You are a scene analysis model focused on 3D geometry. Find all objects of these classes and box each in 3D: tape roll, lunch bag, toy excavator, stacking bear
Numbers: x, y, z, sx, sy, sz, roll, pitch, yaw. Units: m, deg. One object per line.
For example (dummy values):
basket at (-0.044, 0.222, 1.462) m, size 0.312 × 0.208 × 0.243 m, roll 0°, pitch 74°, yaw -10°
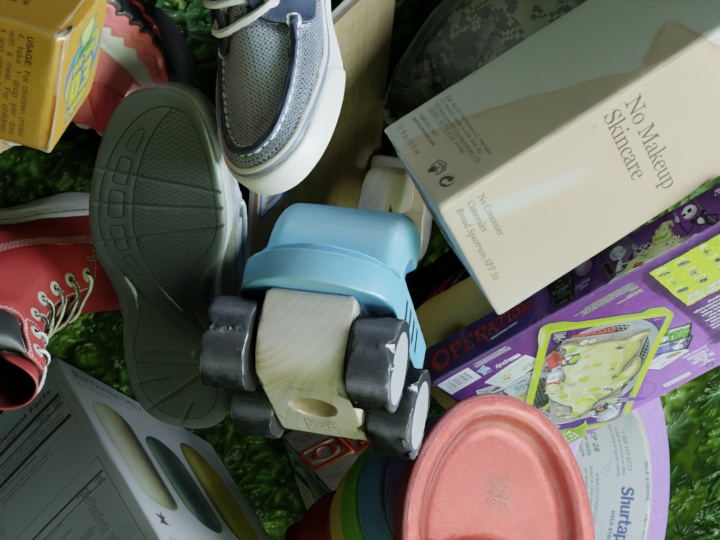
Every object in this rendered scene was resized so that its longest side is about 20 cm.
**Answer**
tape roll at (0.132, 0.149, 1.470) m, size 0.200 × 0.065 × 0.201 m, roll -12°, pitch 104°, yaw -58°
lunch bag at (0.130, -0.112, 1.296) m, size 0.200 × 0.118 × 0.164 m, roll -46°, pitch 135°, yaw 17°
toy excavator at (0.000, 0.000, 1.214) m, size 0.099 × 0.201 × 0.195 m, roll 8°, pitch 157°, yaw 13°
stacking bear at (0.029, 0.147, 1.285) m, size 0.121 × 0.114 × 0.200 m, roll 18°, pitch 155°, yaw -24°

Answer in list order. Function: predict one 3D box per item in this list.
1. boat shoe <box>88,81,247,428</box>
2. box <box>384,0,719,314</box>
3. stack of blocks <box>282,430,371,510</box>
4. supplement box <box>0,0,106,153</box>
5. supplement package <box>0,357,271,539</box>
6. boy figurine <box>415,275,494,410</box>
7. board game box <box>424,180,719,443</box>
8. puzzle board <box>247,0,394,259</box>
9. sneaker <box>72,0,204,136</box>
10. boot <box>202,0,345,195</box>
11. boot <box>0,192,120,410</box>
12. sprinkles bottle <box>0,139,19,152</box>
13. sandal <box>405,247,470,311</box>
boat shoe at (-0.092, -0.013, 1.179) m, size 0.074 × 0.065 × 0.203 m, roll 3°, pitch 125°, yaw 13°
box at (0.125, -0.078, 1.187) m, size 0.199 × 0.078 × 0.095 m, roll -33°, pitch 132°, yaw 1°
stack of blocks at (0.013, 0.187, 1.464) m, size 0.058 × 0.115 × 0.201 m, roll -26°, pitch 117°, yaw -14°
supplement box at (-0.218, -0.116, 1.012) m, size 0.199 × 0.067 × 0.069 m, roll 14°, pitch 123°, yaw 6°
supplement package at (-0.139, 0.188, 1.300) m, size 0.151 × 0.200 × 0.152 m, roll -46°, pitch 137°, yaw 9°
boy figurine at (0.077, 0.042, 1.317) m, size 0.199 × 0.065 × 0.125 m, roll -13°, pitch 139°, yaw 6°
board game box at (0.148, 0.031, 1.247) m, size 0.199 × 0.032 × 0.120 m, roll -30°, pitch 136°, yaw 22°
puzzle board at (-0.027, -0.053, 1.256) m, size 0.151 × 0.017 × 0.201 m, roll -48°, pitch 151°, yaw -46°
sneaker at (-0.140, -0.106, 1.166) m, size 0.086 × 0.074 × 0.200 m, roll -23°, pitch 138°, yaw 10°
boot at (-0.059, -0.138, 1.107) m, size 0.072 × 0.201 × 0.090 m, roll -21°, pitch 141°, yaw 30°
boot at (-0.161, 0.024, 1.191) m, size 0.199 × 0.144 × 0.073 m, roll 0°, pitch 124°, yaw -35°
sprinkles bottle at (-0.256, -0.043, 1.098) m, size 0.199 × 0.068 × 0.068 m, roll -30°, pitch 138°, yaw 8°
sandal at (0.066, 0.020, 1.362) m, size 0.075 × 0.045 × 0.200 m, roll 6°, pitch 150°, yaw -24°
